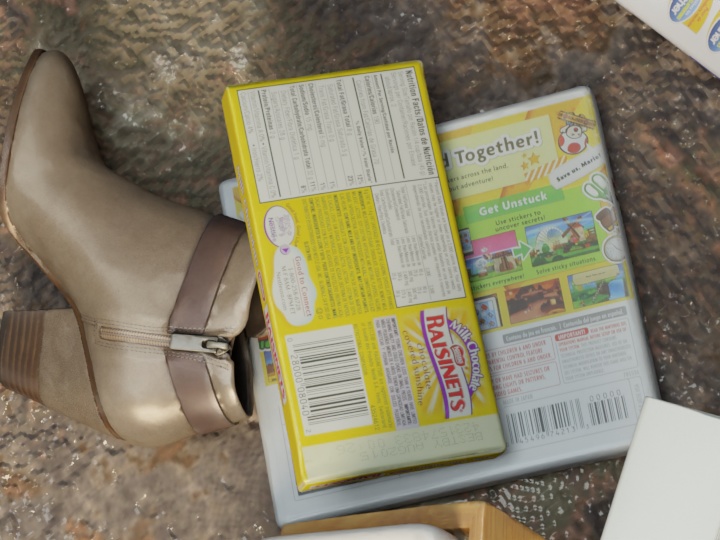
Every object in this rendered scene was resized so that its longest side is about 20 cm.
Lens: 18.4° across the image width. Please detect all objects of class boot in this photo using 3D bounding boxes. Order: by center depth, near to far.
[{"bbox_3d":[-0.108,-0.012,1.118,0.145,0.070,0.201,2,86,22],"label":"boot"}]

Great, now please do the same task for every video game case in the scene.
[{"bbox_3d":[0.038,0.020,1.104,0.199,0.023,0.183,-14,76,13],"label":"video game case"}]

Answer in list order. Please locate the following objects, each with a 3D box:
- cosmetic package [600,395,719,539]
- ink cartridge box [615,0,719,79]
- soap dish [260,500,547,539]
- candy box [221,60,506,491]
[{"bbox_3d":[0.134,0.145,0.958,0.051,0.200,0.152,15,82,17],"label":"cosmetic package"},{"bbox_3d":[0.165,-0.177,1.079,0.200,0.042,0.120,40,106,14],"label":"ink cartridge box"},{"bbox_3d":[0.016,0.189,0.997,0.081,0.200,0.158,9,78,-26],"label":"soap dish"},{"bbox_3d":[0.000,0.000,1.073,0.102,0.026,0.201,-7,75,-15],"label":"candy box"}]
